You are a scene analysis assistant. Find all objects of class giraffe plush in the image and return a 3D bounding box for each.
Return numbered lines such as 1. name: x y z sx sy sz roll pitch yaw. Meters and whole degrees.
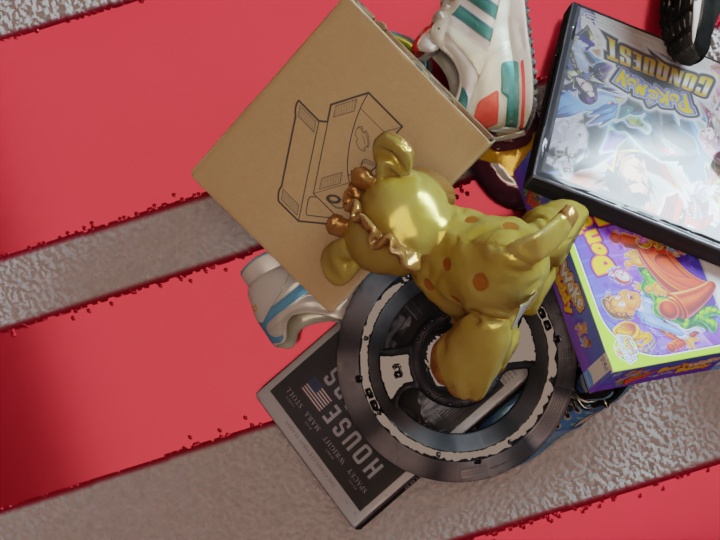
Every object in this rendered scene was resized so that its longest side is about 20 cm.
1. giraffe plush: 0.059 -0.014 1.023 0.161 0.200 0.174 30 91 10

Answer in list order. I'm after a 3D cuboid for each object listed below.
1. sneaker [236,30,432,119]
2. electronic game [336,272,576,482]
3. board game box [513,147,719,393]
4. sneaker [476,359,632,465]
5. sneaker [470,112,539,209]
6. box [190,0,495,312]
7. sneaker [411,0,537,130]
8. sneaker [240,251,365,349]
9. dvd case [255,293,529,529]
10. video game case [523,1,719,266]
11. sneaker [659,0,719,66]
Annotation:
1. sneaker: -0.031 -0.143 1.155 0.199 0.131 0.080 -31 91 2
2. electronic game: 0.079 0.072 1.132 0.197 0.042 0.203 0 88 -1
3. board game box: 0.221 -0.010 1.135 0.133 0.045 0.202 -8 67 -22
4. sneaker: 0.177 0.095 1.174 0.200 0.090 0.079 -41 92 2
5. sneaker: 0.112 -0.150 1.171 0.074 0.090 0.202 -18 90 1
6. box: -0.016 -0.090 1.100 0.163 0.021 0.200 44 111 -1
7. sneaker: 0.084 -0.207 1.094 0.092 0.070 0.203 -7 88 -1
8. sneaker: 0.000 0.000 1.180 0.198 0.076 0.082 -23 77 11
9. dvd case: 0.027 0.100 1.187 0.200 0.025 0.151 -41 69 1
10. video game case: 0.246 -0.112 1.148 0.198 0.026 0.182 21 63 -8
11. sneaker: 0.308 -0.268 1.162 0.086 0.076 0.203 9 79 -8
